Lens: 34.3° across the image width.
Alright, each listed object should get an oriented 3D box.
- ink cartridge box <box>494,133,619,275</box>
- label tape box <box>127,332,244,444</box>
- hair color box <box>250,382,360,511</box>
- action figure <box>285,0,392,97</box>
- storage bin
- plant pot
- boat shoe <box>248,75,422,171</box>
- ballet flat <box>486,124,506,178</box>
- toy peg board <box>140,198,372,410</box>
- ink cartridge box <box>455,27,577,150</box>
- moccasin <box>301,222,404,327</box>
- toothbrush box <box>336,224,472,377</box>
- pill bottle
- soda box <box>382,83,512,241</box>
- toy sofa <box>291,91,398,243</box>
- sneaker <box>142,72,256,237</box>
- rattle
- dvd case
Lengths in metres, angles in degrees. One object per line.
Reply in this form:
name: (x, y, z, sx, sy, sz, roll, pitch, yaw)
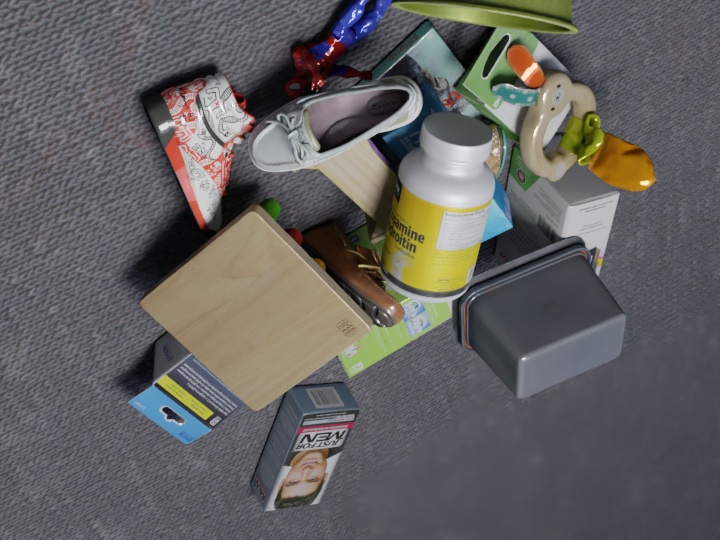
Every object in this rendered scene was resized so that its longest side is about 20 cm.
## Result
ink cartridge box: (0.264, -0.059, 1.593, 0.083, 0.145, 0.201, -15, 135, -21)
label tape box: (-0.194, 0.123, 1.522, 0.199, 0.066, 0.143, -37, 138, 5)
hair color box: (-0.083, 0.262, 1.725, 0.098, 0.061, 0.201, -1, 129, -33)
action figure: (-0.003, -0.252, 1.280, 0.200, 0.099, 0.065, -43, 138, 13)
storage bin: (0.234, 0.075, 1.487, 0.198, 0.135, 0.146, -20, 137, -15)
plant pot: (0.143, -0.356, 1.207, 0.199, 0.199, 0.192, 4, 100, -35)
boat shoe: (-0.031, -0.159, 1.254, 0.200, 0.075, 0.065, -15, -177, 11)
ballet flat: (0.149, -0.121, 1.519, 0.065, 0.071, 0.201, -6, 147, -1)
toy peg board: (-0.116, 0.028, 1.382, 0.199, 0.098, 0.199, -36, 110, 27)
ink cartridge box: (0.184, -0.234, 1.426, 0.199, 0.059, 0.104, 30, 95, -48)
moccasin: (0.001, 0.001, 1.433, 0.077, 0.201, 0.074, -34, 125, -9)
toothbrush box: (0.029, 0.020, 1.511, 0.199, 0.146, 0.086, -32, 139, -5)
pill bottle: (0.091, -0.072, 1.330, 0.111, 0.112, 0.202, -9, 128, -27)
soda box: (0.107, -0.122, 1.408, 0.067, 0.064, 0.200, -26, 124, 22)
toy sofa: (0.001, -0.125, 1.389, 0.097, 0.083, 0.200, -27, 142, 21)
sneaker: (-0.160, -0.129, 1.309, 0.107, 0.067, 0.202, -25, 135, -7)
rattle: (0.253, -0.172, 1.386, 0.130, 0.143, 0.200, -34, 142, -1)
dvd case: (0.079, -0.197, 1.438, 0.146, 0.022, 0.200, -41, 140, 6)
